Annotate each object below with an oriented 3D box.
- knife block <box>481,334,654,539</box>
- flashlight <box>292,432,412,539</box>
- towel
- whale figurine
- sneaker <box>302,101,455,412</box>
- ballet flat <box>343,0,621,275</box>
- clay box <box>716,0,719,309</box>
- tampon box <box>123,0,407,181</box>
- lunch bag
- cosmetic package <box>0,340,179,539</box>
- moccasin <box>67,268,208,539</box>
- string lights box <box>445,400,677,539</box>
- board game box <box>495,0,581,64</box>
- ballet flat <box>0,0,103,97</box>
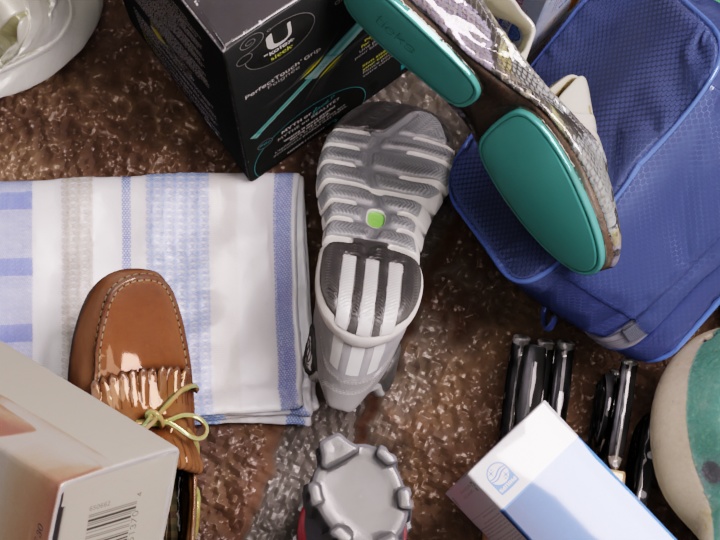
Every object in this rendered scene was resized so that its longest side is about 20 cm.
[{"bbox_3d":[0.092,0.138,1.514,0.200,0.064,0.176,-37,83,-8],"label":"knife block"},{"bbox_3d":[-0.001,0.133,1.440,0.068,0.200,0.068,14,81,-1],"label":"flashlight"},{"bbox_3d":[-0.125,0.016,1.545,0.200,0.024,0.147,-1,79,-3],"label":"towel"},{"bbox_3d":[0.239,0.121,1.486,0.104,0.159,0.200,-18,100,37],"label":"whale figurine"},{"bbox_3d":[0.000,0.000,1.526,0.075,0.116,0.200,14,40,1],"label":"sneaker"},{"bbox_3d":[0.078,-0.091,1.386,0.072,0.072,0.200,-41,96,-9],"label":"ballet flat"},{"bbox_3d":[0.254,-0.069,1.568,0.115,0.048,0.200,-4,79,-4],"label":"clay box"},{"bbox_3d":[-0.043,-0.168,1.485,0.150,0.200,0.126,-35,75,-9],"label":"tampon box"},{"bbox_3d":[0.155,-0.048,1.487,0.132,0.136,0.200,29,110,-36],"label":"lunch bag"},{"bbox_3d":[-0.199,0.103,1.431,0.200,0.087,0.103,26,116,36],"label":"cosmetic package"},{"bbox_3d":[-0.118,0.100,1.476,0.074,0.078,0.201,3,93,-28],"label":"moccasin"},{"bbox_3d":[0.137,0.165,1.426,0.059,0.103,0.200,-43,86,-10],"label":"string lights box"},{"bbox_3d":[0.147,-0.210,1.511,0.041,0.200,0.200,43,80,5],"label":"board game box"},{"bbox_3d":[-0.216,-0.126,1.513,0.200,0.069,0.069,-31,82,-29],"label":"ballet flat"}]
